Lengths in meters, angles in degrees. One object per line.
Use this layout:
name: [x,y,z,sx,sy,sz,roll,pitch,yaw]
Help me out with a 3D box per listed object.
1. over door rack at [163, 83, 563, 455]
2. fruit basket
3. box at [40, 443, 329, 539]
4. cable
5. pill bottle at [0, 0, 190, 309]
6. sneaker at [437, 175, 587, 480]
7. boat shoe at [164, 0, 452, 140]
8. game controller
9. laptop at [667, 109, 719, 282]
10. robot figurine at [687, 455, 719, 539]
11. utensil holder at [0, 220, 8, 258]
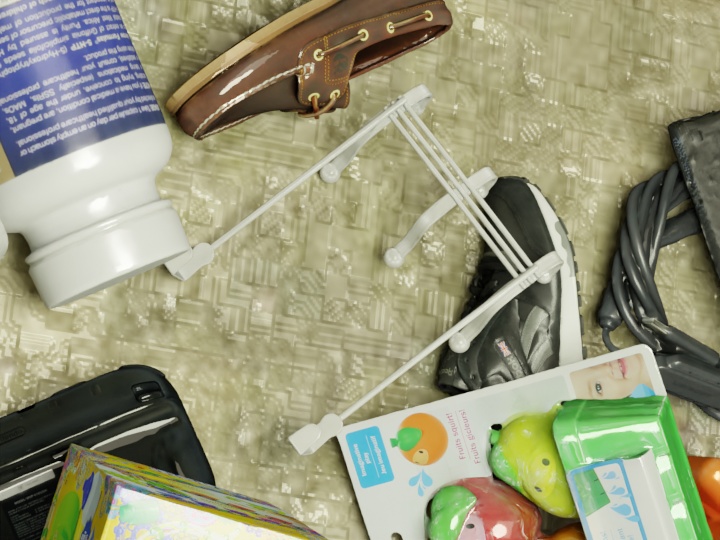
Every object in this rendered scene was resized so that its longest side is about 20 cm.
over door rack: [0.000,0.000,1.286,0.200,0.067,0.148,-35,78,-11]
fruit basket: [0.103,0.156,1.263,0.200,0.094,0.185,-16,96,9]
box: [-0.111,0.209,1.084,0.122,0.193,0.200,18,86,-14]
cable: [0.247,0.017,1.415,0.200,0.051,0.163,19,66,-23]
pill bottle: [-0.176,-0.087,1.209,0.120,0.120,0.200,-23,90,-25]
sneaker: [0.089,0.041,1.327,0.087,0.076,0.200,-8,84,-18]
boat shoe: [-0.026,-0.131,1.306,0.200,0.070,0.070,-35,91,-24]
game controller: [-0.183,0.130,1.190,0.200,0.042,0.104,-23,86,-12]
laptop: [0.316,-0.030,1.436,0.200,0.103,0.177,-16,79,-9]
robot figurine: [0.255,0.208,1.342,0.200,0.117,0.144,52,37,-7]
utensil holder: [-0.312,0.009,1.110,0.170,0.170,0.200,42,70,-11]
